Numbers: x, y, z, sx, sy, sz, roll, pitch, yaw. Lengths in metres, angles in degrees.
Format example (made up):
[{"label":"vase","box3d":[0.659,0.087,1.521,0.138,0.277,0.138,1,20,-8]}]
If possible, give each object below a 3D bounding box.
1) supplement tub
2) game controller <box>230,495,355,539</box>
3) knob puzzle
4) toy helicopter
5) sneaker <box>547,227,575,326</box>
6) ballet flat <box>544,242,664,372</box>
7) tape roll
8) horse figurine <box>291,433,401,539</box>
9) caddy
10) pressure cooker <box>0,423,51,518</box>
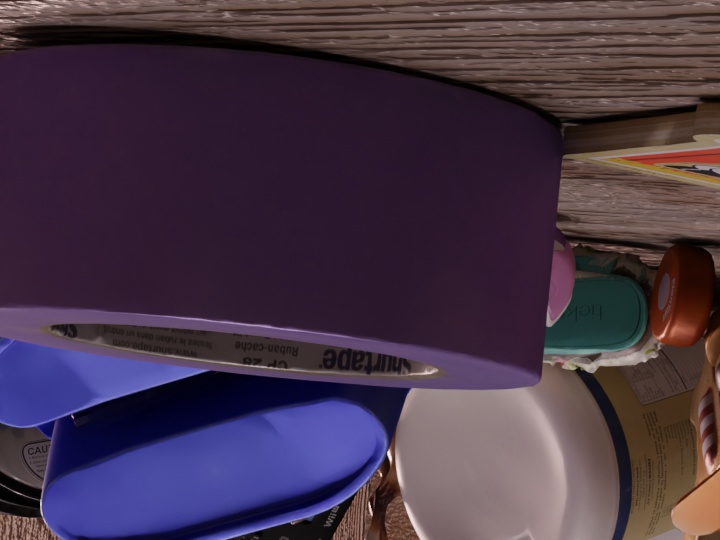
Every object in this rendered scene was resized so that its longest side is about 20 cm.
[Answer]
[{"label":"supplement tub","box3d":[0.132,0.088,1.356,0.144,0.144,0.200,4,-168,44]},{"label":"game controller","box3d":[-0.033,0.097,1.545,0.104,0.200,0.042,22,-163,-22]},{"label":"knob puzzle","box3d":[0.185,-0.019,0.777,0.220,0.030,0.220,9,176,1]},{"label":"toy helicopter","box3d":[0.169,0.090,1.142,0.079,0.200,0.132,9,-167,-9]},{"label":"sneaker","box3d":[0.000,0.000,1.170,0.200,0.088,0.081,-11,127,14]},{"label":"ballet flat","box3d":[0.064,0.017,1.258,0.200,0.076,0.064,9,-176,23]},{"label":"tape roll","box3d":[-0.034,-0.013,0.848,0.200,0.085,0.200,6,174,1]},{"label":"horse figurine","box3d":[0.044,0.119,1.400,0.200,0.133,0.050,22,150,-35]},{"label":"caddy","box3d":[-0.068,0.034,1.084,0.200,0.141,0.105,-16,-155,17]},{"label":"pressure cooker","box3d":[-0.179,0.042,1.374,0.179,0.176,0.200,42,161,-22]}]
